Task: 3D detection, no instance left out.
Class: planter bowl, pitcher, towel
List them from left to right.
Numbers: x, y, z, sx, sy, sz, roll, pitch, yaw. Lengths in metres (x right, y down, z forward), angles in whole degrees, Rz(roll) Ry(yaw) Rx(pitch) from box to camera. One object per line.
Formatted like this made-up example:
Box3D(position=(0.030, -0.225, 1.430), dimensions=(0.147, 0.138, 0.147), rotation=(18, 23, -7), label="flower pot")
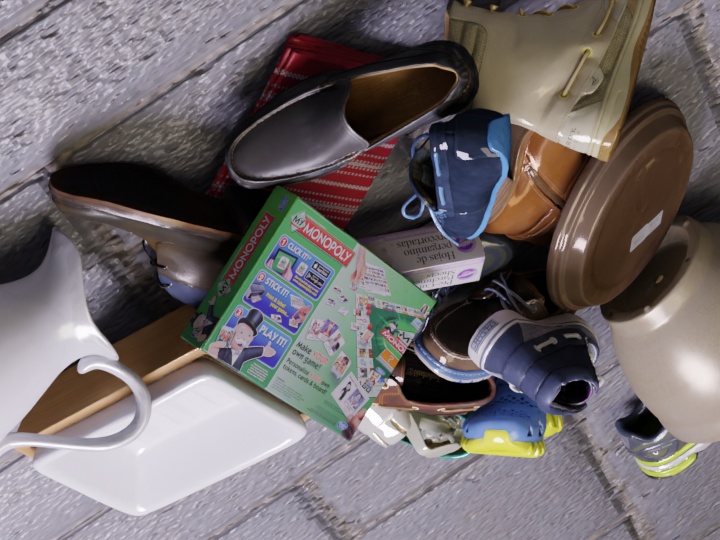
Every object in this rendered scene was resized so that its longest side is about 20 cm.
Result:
Box3D(position=(-0.269, 0.087, 1.575), dimensions=(0.200, 0.121, 0.172), rotation=(-30, 96, -10), label="pitcher")
Box3D(position=(-0.043, -0.090, 1.654), dimensions=(0.144, 0.023, 0.200), rotation=(8, 125, -39), label="towel")
Box3D(position=(0.301, 0.036, 1.898), dimensions=(0.135, 0.200, 0.200), rotation=(38, 105, -23), label="planter bowl")

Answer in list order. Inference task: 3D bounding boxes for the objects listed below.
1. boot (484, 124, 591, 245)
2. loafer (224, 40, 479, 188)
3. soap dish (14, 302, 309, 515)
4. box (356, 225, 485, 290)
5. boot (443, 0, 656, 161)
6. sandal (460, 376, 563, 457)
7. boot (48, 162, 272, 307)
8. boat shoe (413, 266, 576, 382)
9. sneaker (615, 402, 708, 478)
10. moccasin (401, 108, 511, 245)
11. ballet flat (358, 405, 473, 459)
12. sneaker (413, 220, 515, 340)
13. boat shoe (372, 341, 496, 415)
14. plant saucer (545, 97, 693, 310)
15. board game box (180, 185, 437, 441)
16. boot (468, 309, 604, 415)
Box3D(position=(0.168, -0.105, 1.741), dimensions=(0.200, 0.077, 0.155), rotation=(-51, 141, 12), label="boot")
Box3D(position=(-0.011, -0.115, 1.548), dimensions=(0.199, 0.073, 0.072), rotation=(-26, -177, 7), label="loafer")
Box3D(position=(-0.155, 0.111, 1.696), dimensions=(0.200, 0.081, 0.157), rotation=(-28, 143, 23), label="soap dish")
Box3D(position=(0.000, 0.000, 1.712), dimensions=(0.199, 0.039, 0.041), rotation=(-10, 152, -12), label="box")
Box3D(position=(0.143, -0.190, 1.626), dimensions=(0.155, 0.201, 0.073), rotation=(14, 157, 5), label="boot")
Box3D(position=(0.137, 0.115, 1.894), dimensions=(0.079, 0.200, 0.087), rotation=(5, 99, 11), label="sandal")
Box3D(position=(-0.148, -0.018, 1.597), dimensions=(0.199, 0.075, 0.097), rotation=(10, 120, -23), label="boot")
Box3D(position=(0.122, 0.034, 1.827), dimensions=(0.200, 0.072, 0.072), rotation=(-24, 153, -48), label="boat shoe")
Box3D(position=(0.335, 0.120, 2.069), dimensions=(0.200, 0.074, 0.081), rotation=(-45, 135, 10), label="sneaker")
Box3D(position=(0.068, -0.080, 1.598), dimensions=(0.068, 0.081, 0.200), rotation=(3, 159, -4), label="moccasin")
Box3D(position=(0.038, 0.127, 1.885), dimensions=(0.200, 0.071, 0.067), rotation=(19, 124, -43), label="ballet flat")
Box3D(position=(0.045, 0.019, 1.773), dimensions=(0.199, 0.081, 0.074), rotation=(-21, 139, -18), label="sneaker")
Box3D(position=(0.022, 0.082, 1.802), dimensions=(0.199, 0.070, 0.071), rotation=(10, 86, -28), label="boat shoe")
Box3D(position=(0.226, -0.051, 1.806), dimensions=(0.200, 0.029, 0.201), rotation=(-43, 150, -33), label="plant saucer")
Box3D(position=(-0.035, 0.036, 1.628), dimensions=(0.200, 0.029, 0.135), rotation=(37, 84, -48), label="board game box")
Box3D(position=(0.170, 0.087, 1.787), dimensions=(0.200, 0.090, 0.073), rotation=(5, 121, -58), label="boot")
